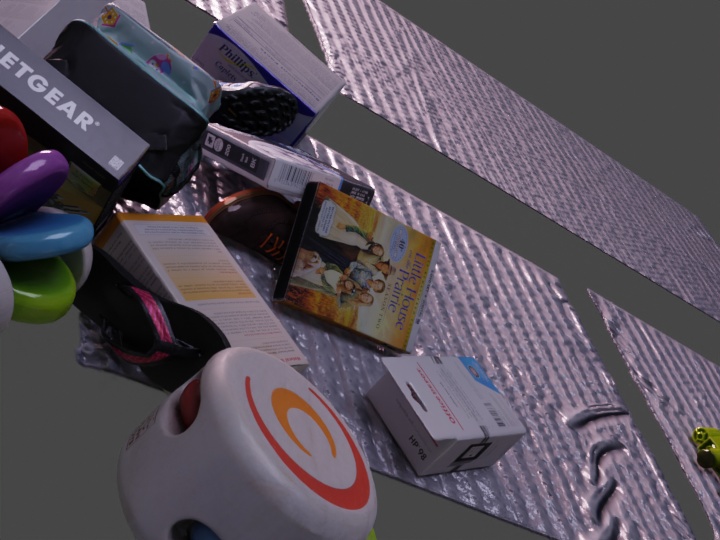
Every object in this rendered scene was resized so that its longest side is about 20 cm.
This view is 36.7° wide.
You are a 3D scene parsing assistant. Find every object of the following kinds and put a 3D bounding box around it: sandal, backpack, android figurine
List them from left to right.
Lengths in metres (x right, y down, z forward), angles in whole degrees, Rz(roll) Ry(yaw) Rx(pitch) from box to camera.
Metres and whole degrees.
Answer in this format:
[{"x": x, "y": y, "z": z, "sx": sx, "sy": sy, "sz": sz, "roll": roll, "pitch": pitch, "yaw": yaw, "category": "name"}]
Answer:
[{"x": -0.233, "y": -0.155, "z": 1.092, "sx": 0.175, "sy": 0.200, "sz": 0.154, "roll": 34, "pitch": 69, "yaw": -2, "category": "backpack"}, {"x": -0.196, "y": 0.045, "z": 0.944, "sx": 0.199, "sy": 0.076, "sz": 0.045, "roll": 33, "pitch": 10, "yaw": 18, "category": "sandal"}, {"x": 0.620, "y": 0.329, "z": 1.772, "sx": 0.199, "sy": 0.041, "sz": 0.183, "roll": 8, "pitch": 41, "yaw": -51, "category": "android figurine"}]

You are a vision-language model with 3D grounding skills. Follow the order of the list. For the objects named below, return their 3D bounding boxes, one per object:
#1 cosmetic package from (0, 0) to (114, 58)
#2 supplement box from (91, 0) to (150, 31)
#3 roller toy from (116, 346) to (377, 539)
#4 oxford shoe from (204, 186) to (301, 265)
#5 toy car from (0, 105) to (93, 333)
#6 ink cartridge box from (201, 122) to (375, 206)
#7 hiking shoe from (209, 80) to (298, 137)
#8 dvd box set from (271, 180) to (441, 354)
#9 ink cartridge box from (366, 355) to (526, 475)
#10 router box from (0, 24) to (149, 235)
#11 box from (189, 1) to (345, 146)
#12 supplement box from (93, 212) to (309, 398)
[{"x": -0.335, "y": -0.270, "z": 1.150, "sx": 0.082, "sy": 0.051, "sz": 0.201, "roll": 14, "pitch": 52, "yaw": 28, "category": "cosmetic package"}, {"x": -0.306, "y": -0.250, "z": 1.256, "sx": 0.103, "sy": 0.101, "sz": 0.201, "roll": 24, "pitch": 30, "yaw": -35, "category": "supplement box"}, {"x": -0.092, "y": 0.165, "z": 0.845, "sx": 0.182, "sy": 0.140, "sz": 0.201, "roll": 24, "pitch": 29, "yaw": -58, "category": "roller toy"}, {"x": -0.100, "y": -0.046, "z": 1.273, "sx": 0.199, "sy": 0.071, "sz": 0.073, "roll": 5, "pitch": 48, "yaw": -53, "category": "oxford shoe"}, {"x": -0.298, "y": -0.052, "z": 0.878, "sx": 0.200, "sy": 0.150, "sz": 0.175, "roll": 44, "pitch": 24, "yaw": 4, "category": "toy car"}, {"x": -0.111, "y": -0.135, "z": 1.336, "sx": 0.199, "sy": 0.044, "sz": 0.197, "roll": 28, "pitch": 10, "yaw": 35, "category": "ink cartridge box"}, {"x": -0.175, "y": -0.222, "z": 1.390, "sx": 0.198, "sy": 0.075, "sz": 0.087, "roll": -3, "pitch": 39, "yaw": -31, "category": "hiking shoe"}, {"x": 0.000, "y": 0.000, "z": 1.280, "sx": 0.199, "sy": 0.148, "sz": 0.029, "roll": 25, "pitch": -14, "yaw": -34, "category": "dvd box set"}, {"x": 0.087, "y": 0.159, "z": 1.213, "sx": 0.199, "sy": 0.067, "sz": 0.116, "roll": 7, "pitch": 42, "yaw": -53, "category": "ink cartridge box"}, {"x": -0.302, "y": -0.121, "z": 0.976, "sx": 0.199, "sy": 0.157, "sz": 0.052, "roll": 39, "pitch": 53, "yaw": -6, "category": "router box"}, {"x": -0.136, "y": -0.267, "z": 1.538, "sx": 0.184, "sy": 0.105, "sz": 0.200, "roll": 41, "pitch": 23, "yaw": -5, "category": "box"}, {"x": -0.157, "y": 0.042, "z": 1.031, "sx": 0.200, "sy": 0.074, "sz": 0.126, "roll": 52, "pitch": 26, "yaw": 22, "category": "supplement box"}]
